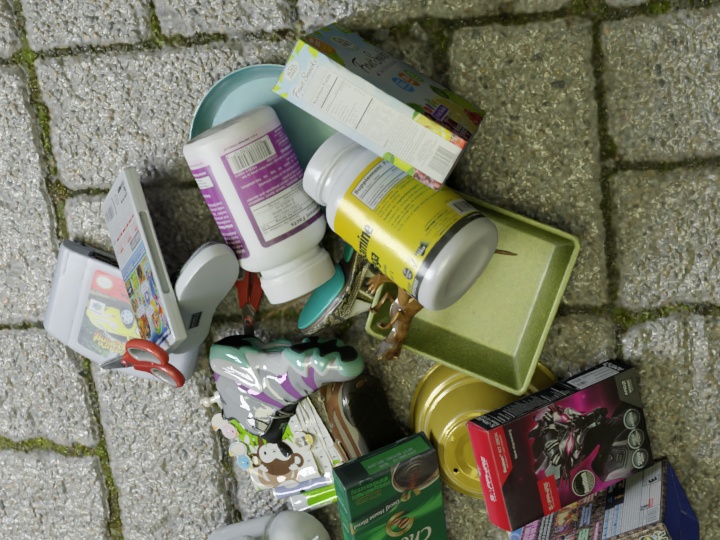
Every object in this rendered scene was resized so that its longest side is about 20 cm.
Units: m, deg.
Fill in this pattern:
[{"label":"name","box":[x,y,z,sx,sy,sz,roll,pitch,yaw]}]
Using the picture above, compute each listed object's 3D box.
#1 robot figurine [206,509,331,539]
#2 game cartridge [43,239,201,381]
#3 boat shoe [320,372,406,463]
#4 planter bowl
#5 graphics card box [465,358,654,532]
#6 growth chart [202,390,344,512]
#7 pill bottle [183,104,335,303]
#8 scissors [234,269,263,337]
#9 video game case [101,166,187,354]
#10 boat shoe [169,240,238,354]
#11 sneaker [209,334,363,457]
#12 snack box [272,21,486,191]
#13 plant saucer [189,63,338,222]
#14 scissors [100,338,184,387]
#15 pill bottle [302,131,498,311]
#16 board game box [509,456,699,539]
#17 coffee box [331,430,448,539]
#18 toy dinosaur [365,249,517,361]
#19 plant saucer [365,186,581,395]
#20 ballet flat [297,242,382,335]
[{"label":"robot figurine","box":[-0.115,0.359,1.669,0.199,0.169,0.114,-18,61,27]},{"label":"game cartridge","box":[-0.286,0.057,1.656,0.199,0.041,0.134,20,116,6]},{"label":"boat shoe","box":[0.007,0.203,1.622,0.074,0.076,0.201,9,124,45]},{"label":"planter bowl","box":[0.146,0.195,1.571,0.199,0.083,0.202,5,110,13]},{"label":"graphics card box","box":[0.224,0.193,1.511,0.199,0.051,0.126,-20,106,-21]},{"label":"growth chart","box":[-0.096,0.215,1.674,0.144,0.018,0.201,-30,99,22]},{"label":"pill bottle","box":[-0.105,-0.070,1.497,0.112,0.112,0.201,-20,103,19]},{"label":"scissors","box":[-0.137,0.045,1.608,0.073,0.014,0.201,19,118,5]},{"label":"video game case","box":[-0.248,-0.002,1.548,0.018,0.143,0.201,-14,81,-24]},{"label":"boat shoe","box":[-0.192,0.022,1.531,0.057,0.068,0.200,61,146,24]},{"label":"sneaker","box":[-0.080,0.150,1.572,0.199,0.078,0.141,3,104,32]},{"label":"snack box","box":[0.024,-0.176,1.424,0.199,0.169,0.068,30,110,1]},{"label":"plant saucer","box":[-0.096,-0.137,1.545,0.199,0.027,0.202,5,111,12]},{"label":"scissors","box":[-0.268,0.099,1.567,0.199,0.014,0.073,6,143,51]},{"label":"pill bottle","box":[0.038,-0.058,1.429,0.200,0.112,0.113,40,115,22]},{"label":"board game box","box":[0.273,0.318,1.541,0.199,0.160,0.097,-24,102,21]},{"label":"coffee box","box":[0.039,0.292,1.592,0.122,0.044,0.201,-20,128,-17]},{"label":"toy dinosaur","box":[0.067,0.012,1.499,0.106,0.061,0.200,29,118,-22]},{"label":"plant saucer","box":[0.127,0.012,1.525,0.199,0.048,0.201,22,113,10]},{"label":"ballet flat","box":[0.000,0.000,1.554,0.075,0.068,0.201,19,113,-18]}]
